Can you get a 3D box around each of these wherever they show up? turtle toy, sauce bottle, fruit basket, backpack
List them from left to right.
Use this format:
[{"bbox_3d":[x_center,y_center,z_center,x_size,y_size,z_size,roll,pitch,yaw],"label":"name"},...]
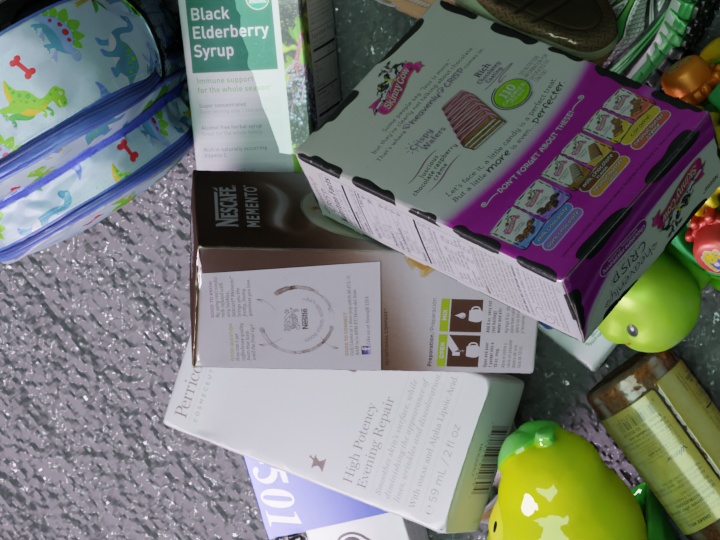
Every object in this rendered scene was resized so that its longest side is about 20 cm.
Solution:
[{"bbox_3d":[-0.194,-0.095,1.726,0.183,0.200,0.147,-29,93,19],"label":"backpack"},{"bbox_3d":[0.124,0.194,1.701,0.155,0.216,0.216,-40,90,20],"label":"fruit basket"},{"bbox_3d":[0.204,-0.040,1.638,0.146,0.101,0.200,42,117,40],"label":"turtle toy"},{"bbox_3d":[0.219,0.139,1.735,0.066,0.066,0.200,-34,91,20],"label":"sauce bottle"}]

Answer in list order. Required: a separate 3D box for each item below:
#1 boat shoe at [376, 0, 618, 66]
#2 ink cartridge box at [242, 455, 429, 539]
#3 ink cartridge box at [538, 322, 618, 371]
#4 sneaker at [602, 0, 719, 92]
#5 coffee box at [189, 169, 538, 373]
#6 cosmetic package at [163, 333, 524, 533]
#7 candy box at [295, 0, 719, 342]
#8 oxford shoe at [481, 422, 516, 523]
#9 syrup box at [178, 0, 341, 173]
[{"bbox_3d":[0.073,-0.156,1.689,0.200,0.072,0.076,36,135,37],"label":"boat shoe"},{"bbox_3d":[-0.009,0.167,1.817,0.094,0.044,0.200,-14,98,18],"label":"ink cartridge box"},{"bbox_3d":[0.097,-0.036,1.745,0.200,0.037,0.095,38,111,2],"label":"ink cartridge box"},{"bbox_3d":[0.161,-0.153,1.676,0.085,0.078,0.200,30,108,10],"label":"sneaker"},{"bbox_3d":[0.000,0.000,1.668,0.200,0.114,0.080,1,115,-6],"label":"coffee box"},{"bbox_3d":[-0.011,0.081,1.730,0.200,0.074,0.102,18,92,21],"label":"cosmetic package"},{"bbox_3d":[0.083,-0.059,1.584,0.200,0.136,0.061,28,154,35],"label":"candy box"},{"bbox_3d":[0.053,0.067,1.770,0.075,0.058,0.200,-16,95,23],"label":"oxford shoe"},{"bbox_3d":[-0.060,-0.124,1.744,0.079,0.081,0.200,-2,103,15],"label":"syrup box"}]
